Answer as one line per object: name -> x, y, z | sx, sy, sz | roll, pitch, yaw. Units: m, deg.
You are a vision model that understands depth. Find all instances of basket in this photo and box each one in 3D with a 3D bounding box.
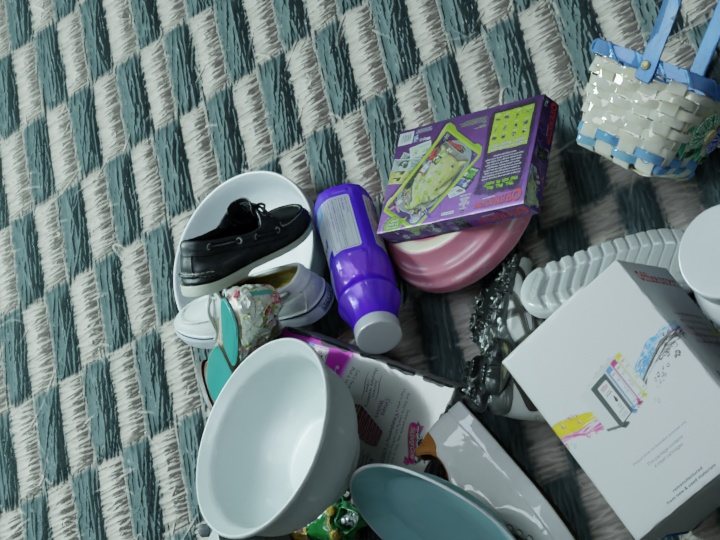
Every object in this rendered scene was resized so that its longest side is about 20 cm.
basket -> 0.293, -0.187, 1.622 | 0.139, 0.176, 0.201 | 21, 100, 25

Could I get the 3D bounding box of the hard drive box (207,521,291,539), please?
hard drive box -> -0.121, 0.363, 1.716 | 0.200, 0.077, 0.156 | 119, 145, -49

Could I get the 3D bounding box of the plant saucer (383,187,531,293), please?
plant saucer -> 0.094, -0.077, 1.776 | 0.200, 0.051, 0.201 | -27, 48, 34

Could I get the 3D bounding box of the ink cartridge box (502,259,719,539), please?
ink cartridge box -> 0.256, 0.112, 1.520 | 0.145, 0.147, 0.200 | -43, 68, 18

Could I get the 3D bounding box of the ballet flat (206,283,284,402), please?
ballet flat -> -0.113, 0.079, 1.772 | 0.076, 0.064, 0.200 | 61, 156, 23

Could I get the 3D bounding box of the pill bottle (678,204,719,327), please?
pill bottle -> 0.350, 0.012, 1.480 | 0.109, 0.200, 0.109 | -14, 65, 33

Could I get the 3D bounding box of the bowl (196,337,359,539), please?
bowl -> -0.064, 0.173, 1.667 | 0.201, 0.090, 0.202 | -33, 44, 38

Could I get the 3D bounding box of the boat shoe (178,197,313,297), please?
boat shoe -> -0.120, -0.040, 1.776 | 0.074, 0.199, 0.066 | 1, 114, 41

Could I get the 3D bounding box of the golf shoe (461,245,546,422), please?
golf shoe -> 0.157, 0.067, 1.697 | 0.078, 0.094, 0.200 | -52, 19, 48

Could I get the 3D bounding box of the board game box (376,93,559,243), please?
board game box -> 0.104, -0.098, 1.715 | 0.200, 0.032, 0.120 | -10, 55, 46

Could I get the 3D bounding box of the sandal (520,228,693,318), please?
sandal -> 0.254, 0.009, 1.652 | 0.202, 0.050, 0.083 | -9, 47, 18

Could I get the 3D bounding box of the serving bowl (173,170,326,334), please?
serving bowl -> -0.112, -0.006, 1.922 | 0.200, 0.066, 0.201 | -13, 66, 32

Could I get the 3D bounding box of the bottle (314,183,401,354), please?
bottle -> 0.000, 0.000, 1.781 | 0.065, 0.084, 0.200 | -15, 45, 0

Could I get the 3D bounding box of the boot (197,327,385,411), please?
boot -> -0.063, 0.112, 1.842 | 0.200, 0.064, 0.187 | -44, 66, 20

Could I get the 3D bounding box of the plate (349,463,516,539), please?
plate -> 0.080, 0.239, 1.620 | 0.200, 0.200, 0.026 | 9, 51, 39

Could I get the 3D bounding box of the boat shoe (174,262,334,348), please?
boat shoe -> -0.130, 0.026, 1.813 | 0.202, 0.086, 0.075 | -10, 47, 37

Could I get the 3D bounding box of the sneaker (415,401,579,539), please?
sneaker -> 0.130, 0.222, 1.632 | 0.085, 0.073, 0.200 | -42, 66, 0

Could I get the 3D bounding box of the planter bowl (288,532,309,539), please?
planter bowl -> -0.024, 0.355, 1.690 | 0.200, 0.083, 0.201 | -179, 90, -67

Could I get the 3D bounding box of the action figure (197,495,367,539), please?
action figure -> -0.074, 0.270, 1.792 | 0.200, 0.055, 0.118 | -17, 83, 28

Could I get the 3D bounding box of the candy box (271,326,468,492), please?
candy box -> -0.001, 0.150, 1.743 | 0.200, 0.061, 0.137 | 19, 94, 25
